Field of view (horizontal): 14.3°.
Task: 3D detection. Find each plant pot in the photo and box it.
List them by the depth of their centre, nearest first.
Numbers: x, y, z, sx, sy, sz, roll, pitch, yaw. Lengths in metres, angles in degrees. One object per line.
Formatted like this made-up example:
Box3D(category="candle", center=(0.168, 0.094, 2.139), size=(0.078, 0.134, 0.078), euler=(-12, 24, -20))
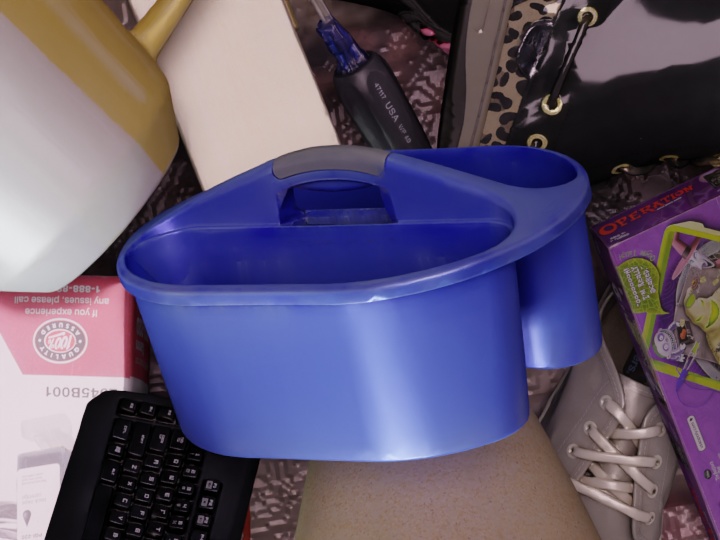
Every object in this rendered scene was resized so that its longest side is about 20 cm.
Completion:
Box3D(category="plant pot", center=(0.041, 0.162, 1.164), size=(0.186, 0.187, 0.201), euler=(-8, 84, -1))

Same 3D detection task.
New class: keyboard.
Box3D(category="keyboard", center=(-0.080, 0.133, 1.120), size=(0.104, 0.040, 0.201), euler=(13, 57, -1))

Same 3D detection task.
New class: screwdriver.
Box3D(category="screwdriver", center=(-0.025, -0.120, 1.236), size=(0.029, 0.028, 0.200), euler=(-31, 113, 11))

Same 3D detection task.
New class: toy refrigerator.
Box3D(category="toy refrigerator", center=(-0.069, -0.126, 1.254), size=(0.070, 0.076, 0.201), euler=(-22, 84, -2))

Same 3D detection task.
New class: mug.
Box3D(category="mug", center=(-0.144, -0.083, 1.153), size=(0.153, 0.150, 0.187), euler=(41, 111, -14))

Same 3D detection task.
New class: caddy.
Box3D(category="caddy", center=(0.000, 0.000, 1.129), size=(0.199, 0.141, 0.105), euler=(-1, 113, 33))

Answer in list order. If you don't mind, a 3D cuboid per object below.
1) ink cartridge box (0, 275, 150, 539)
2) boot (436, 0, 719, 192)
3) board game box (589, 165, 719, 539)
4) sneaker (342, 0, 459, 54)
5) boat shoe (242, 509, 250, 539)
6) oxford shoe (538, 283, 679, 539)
Box3D(category="ink cartridge box", center=(-0.166, 0.103, 1.225), size=(0.145, 0.085, 0.201), euler=(1, 86, 0))
Box3D(category="boot", center=(0.109, -0.045, 1.214), size=(0.153, 0.074, 0.204), euler=(6, 115, 0))
Box3D(category="board game box", center=(0.184, 0.043, 1.209), size=(0.120, 0.032, 0.201), euler=(-27, 117, -8))
Box3D(category="sneaker", center=(0.069, -0.103, 1.259), size=(0.199, 0.079, 0.096), euler=(10, 95, 2))
Box3D(category="boat shoe", center=(-0.052, 0.171, 1.221), size=(0.062, 0.071, 0.201), euler=(0, 90, 15))
Box3D(category="oxford shoe", center=(0.108, 0.080, 1.242), size=(0.075, 0.058, 0.201), euler=(22, 87, -2))
